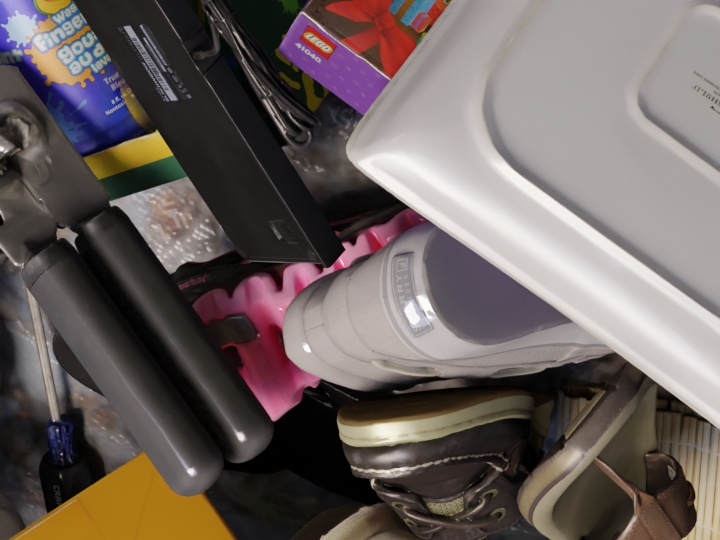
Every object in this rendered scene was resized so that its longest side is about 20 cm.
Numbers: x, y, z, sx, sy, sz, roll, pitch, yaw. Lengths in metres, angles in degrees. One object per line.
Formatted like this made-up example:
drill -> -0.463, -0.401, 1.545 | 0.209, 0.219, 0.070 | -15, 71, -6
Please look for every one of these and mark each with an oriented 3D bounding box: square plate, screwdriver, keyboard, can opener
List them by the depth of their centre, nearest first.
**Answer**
square plate -> 0.127, -0.061, 0.986 | 0.200, 0.198, 0.028 | 36, 159, -2
keyboard -> -0.064, -0.085, 1.036 | 0.200, 0.021, 0.127 | 57, 157, -19
can opener -> -0.114, 0.005, 1.102 | 0.200, 0.053, 0.067 | 54, 153, 5
screwdriver -> -0.145, 0.059, 1.279 | 0.029, 0.028, 0.200 | 33, 139, 38

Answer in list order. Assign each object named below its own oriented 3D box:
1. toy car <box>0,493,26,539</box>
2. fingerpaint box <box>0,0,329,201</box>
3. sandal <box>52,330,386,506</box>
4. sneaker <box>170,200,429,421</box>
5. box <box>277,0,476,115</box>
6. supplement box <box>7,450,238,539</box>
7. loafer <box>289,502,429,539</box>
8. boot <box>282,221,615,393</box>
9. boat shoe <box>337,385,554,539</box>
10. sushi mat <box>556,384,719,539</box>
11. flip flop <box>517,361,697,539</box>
toy car -> -0.261, 0.106, 1.262 | 0.175, 0.150, 0.201 | -20, 76, 33
fingerpaint box -> -0.135, -0.112, 1.136 | 0.200, 0.073, 0.167 | -15, 115, 30
sandal -> -0.051, 0.063, 1.233 | 0.200, 0.045, 0.075 | 23, 128, 8
sneaker -> 0.000, 0.000, 1.152 | 0.199, 0.095, 0.079 | -17, 116, 4
box -> 0.087, -0.079, 1.021 | 0.200, 0.137, 0.039 | 36, 155, -3
supplement box -> -0.067, 0.221, 1.157 | 0.197, 0.133, 0.200 | 51, 169, 35
loafer -> -0.006, 0.139, 1.200 | 0.068, 0.076, 0.200 | 46, 169, 14
boot -> 0.062, 0.007, 1.079 | 0.095, 0.200, 0.074 | -18, 78, 47
boat shoe -> 0.043, 0.081, 1.110 | 0.073, 0.200, 0.065 | -5, 87, 19
sushi mat -> 0.132, 0.142, 1.226 | 0.095, 0.012, 0.200 | 12, 125, 17
flip flop -> 0.111, 0.105, 1.122 | 0.058, 0.081, 0.200 | 33, 155, 25
